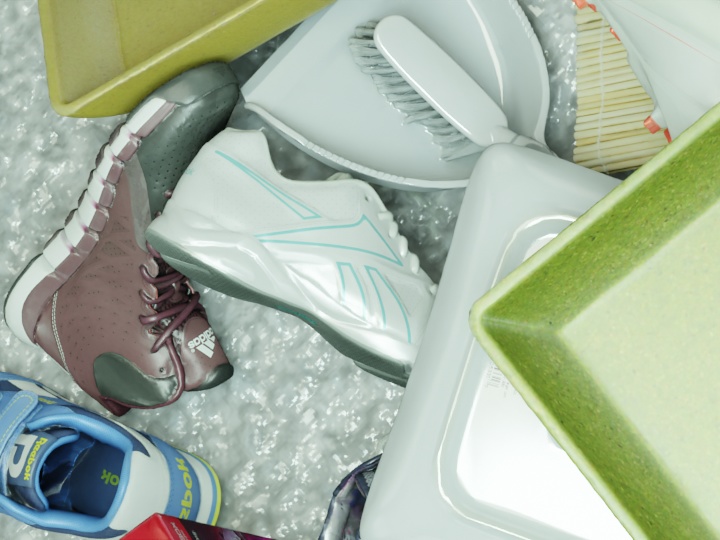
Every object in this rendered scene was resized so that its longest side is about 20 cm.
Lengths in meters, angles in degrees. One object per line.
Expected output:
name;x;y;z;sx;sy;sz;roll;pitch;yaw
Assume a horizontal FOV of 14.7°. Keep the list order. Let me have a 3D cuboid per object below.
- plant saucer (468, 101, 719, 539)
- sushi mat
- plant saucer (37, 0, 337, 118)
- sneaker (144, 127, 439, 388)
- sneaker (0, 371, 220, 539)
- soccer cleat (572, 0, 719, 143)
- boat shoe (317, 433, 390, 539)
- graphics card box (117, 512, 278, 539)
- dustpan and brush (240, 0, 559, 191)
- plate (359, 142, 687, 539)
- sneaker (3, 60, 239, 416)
plant saucer;0.182;0.036;1.210;0.199;0.048;0.200;-39;79;5
sushi mat;0.186;-0.104;1.301;0.199;0.012;0.096;-10;73;34
plant saucer;-0.071;-0.173;1.427;0.199;0.048;0.201;-28;42;13
sneaker;0.000;0.000;1.347;0.200;0.070;0.081;30;77;-11
sneaker;-0.170;0.092;1.423;0.199;0.082;0.074;13;85;25
soccer cleat;0.144;-0.127;1.292;0.077;0.069;0.201;-36;67;19
boat shoe;0.051;0.091;1.306;0.201;0.092;0.075;-64;25;11
graphics card box;-0.040;0.183;1.289;0.051;0.200;0.126;-37;67;11
dustpan and brush;0.059;-0.071;1.372;0.200;0.057;0.140;42;69;-1
plate;0.118;0.060;1.260;0.199;0.032;0.201;17;85;10
sneaker;-0.090;-0.004;1.404;0.116;0.076;0.200;47;127;14
